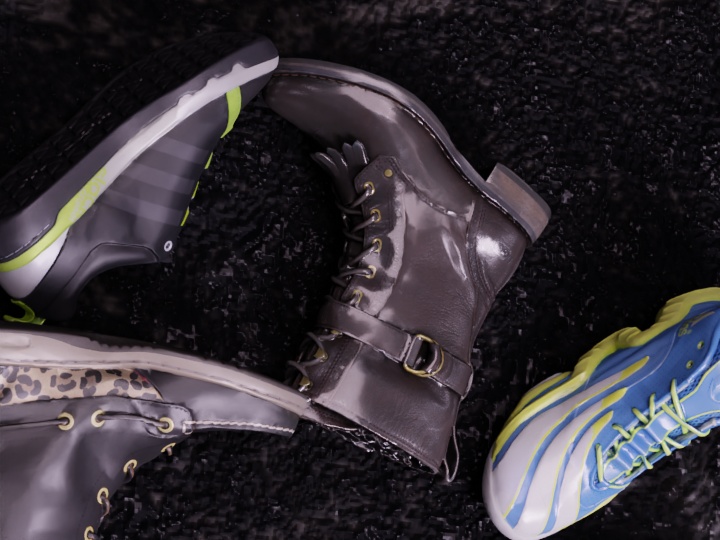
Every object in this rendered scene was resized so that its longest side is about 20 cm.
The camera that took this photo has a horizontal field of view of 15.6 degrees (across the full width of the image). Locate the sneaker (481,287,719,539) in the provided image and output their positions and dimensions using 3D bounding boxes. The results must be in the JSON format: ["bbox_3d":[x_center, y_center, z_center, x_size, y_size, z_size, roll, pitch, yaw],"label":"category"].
[{"bbox_3d":[0.154,0.071,1.430,0.200,0.105,0.076,-41,99,-23],"label":"sneaker"}]

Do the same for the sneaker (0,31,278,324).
[{"bbox_3d":[-0.116,-0.046,1.364,0.200,0.072,0.083,-39,118,-19],"label":"sneaker"}]

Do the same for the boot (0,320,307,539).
[{"bbox_3d":[-0.131,0.108,1.314,0.199,0.073,0.152,10,88,-26],"label":"boot"}]

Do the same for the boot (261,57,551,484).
[{"bbox_3d":[0.000,0.000,1.397,0.199,0.069,0.175,32,74,-14],"label":"boot"}]
